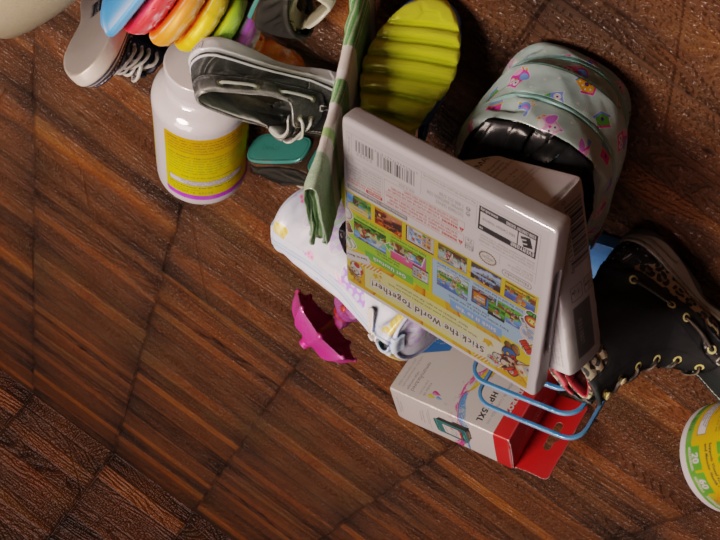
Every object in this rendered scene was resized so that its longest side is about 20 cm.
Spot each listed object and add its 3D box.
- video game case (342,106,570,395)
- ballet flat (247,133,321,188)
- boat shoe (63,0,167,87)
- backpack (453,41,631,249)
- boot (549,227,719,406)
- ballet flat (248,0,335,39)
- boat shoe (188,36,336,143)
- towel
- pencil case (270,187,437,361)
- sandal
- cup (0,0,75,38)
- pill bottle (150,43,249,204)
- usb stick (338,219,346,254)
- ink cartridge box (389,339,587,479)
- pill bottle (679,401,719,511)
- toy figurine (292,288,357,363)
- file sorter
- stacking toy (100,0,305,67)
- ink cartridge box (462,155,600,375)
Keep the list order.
[{"bbox_3d":[0.067,-0.014,0.911,0.200,0.023,0.182,31,143,28],"label":"video game case"},{"bbox_3d":[-0.037,-0.112,1.225,0.200,0.068,0.068,13,156,49],"label":"ballet flat"},{"bbox_3d":[-0.236,-0.223,1.175,0.075,0.200,0.093,-30,125,20],"label":"boat shoe"},{"bbox_3d":[0.142,-0.088,0.972,0.166,0.127,0.200,21,151,5],"label":"backpack"},{"bbox_3d":[0.257,0.082,1.030,0.204,0.154,0.073,53,157,0],"label":"boot"},{"bbox_3d":[-0.047,-0.255,0.989,0.068,0.068,0.200,29,164,-3],"label":"ballet flat"},{"bbox_3d":[-0.072,-0.153,1.103,0.199,0.071,0.072,14,150,-23],"label":"boat shoe"},{"bbox_3d":[-0.017,-0.134,0.981,0.023,0.201,0.153,12,164,4],"label":"towel"},{"bbox_3d":[0.000,0.000,1.125,0.200,0.091,0.083,43,165,31],"label":"pencil case"},{"bbox_3d":[0.034,-0.139,1.004,0.079,0.087,0.201,21,109,3],"label":"sandal"},{"bbox_3d":[-0.295,-0.330,1.067,0.143,0.201,0.201,-12,133,20],"label":"cup"},{"bbox_3d":[-0.171,-0.162,1.252,0.104,0.104,0.200,32,154,9],"label":"pill bottle"},{"bbox_3d":[0.072,-0.002,1.022,0.199,0.033,0.056,18,151,26],"label":"usb stick"},{"bbox_3d":[0.150,0.147,1.355,0.199,0.116,0.067,21,150,27],"label":"ink cartridge box"},{"bbox_3d":[0.401,0.163,1.084,0.111,0.111,0.200,40,153,-8],"label":"pill bottle"},{"bbox_3d":[0.010,0.014,1.231,0.150,0.184,0.200,42,153,-12],"label":"toy figurine"},{"bbox_3d":[0.182,0.056,1.163,0.138,0.123,0.200,20,149,29],"label":"file sorter"},{"bbox_3d":[-0.135,-0.237,1.109,0.200,0.116,0.110,29,133,-27],"label":"stacking toy"},{"bbox_3d":[0.093,-0.018,0.938,0.200,0.057,0.163,25,140,43],"label":"ink cartridge box"}]
